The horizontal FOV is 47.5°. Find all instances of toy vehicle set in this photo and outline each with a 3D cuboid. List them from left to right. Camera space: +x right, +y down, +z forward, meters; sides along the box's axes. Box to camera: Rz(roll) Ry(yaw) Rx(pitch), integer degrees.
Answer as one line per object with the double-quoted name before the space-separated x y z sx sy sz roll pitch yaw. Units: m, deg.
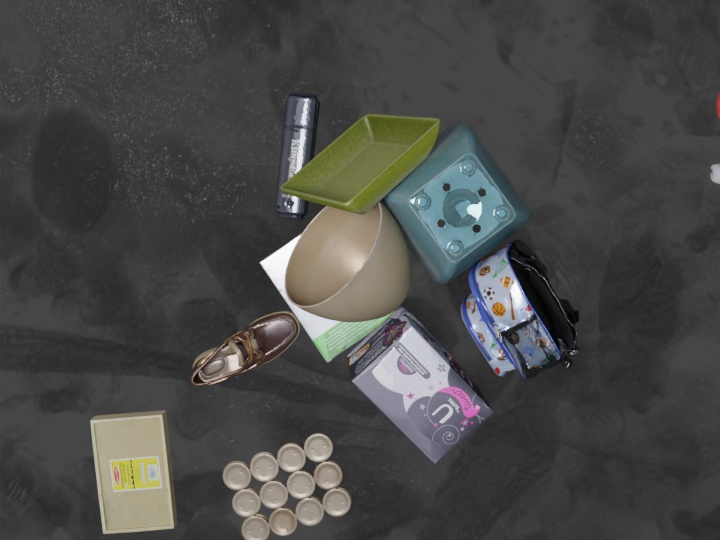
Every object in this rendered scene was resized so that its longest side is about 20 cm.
"toy vehicle set" -0.383 0.342 1.386 0.123 0.027 0.202 -4 97 1

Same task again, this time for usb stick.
"usb stick" -0.102 -0.184 1.316 0.055 0.033 0.202 7 97 -1

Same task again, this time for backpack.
"backpack" 0.244 0.057 1.272 0.153 0.200 0.192 -24 96 18

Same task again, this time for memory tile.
"memory tile" -0.124 0.372 1.392 0.199 0.017 0.154 -19 96 2

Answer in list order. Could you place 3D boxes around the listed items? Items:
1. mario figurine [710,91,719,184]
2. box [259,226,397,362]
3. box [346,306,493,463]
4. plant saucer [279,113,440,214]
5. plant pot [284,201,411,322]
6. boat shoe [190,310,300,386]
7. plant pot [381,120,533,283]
"mario figurine" 0.616 -0.206 1.295 0.123 0.106 0.201 -37 109 -31
"box" -0.052 0.028 1.340 0.144 0.036 0.201 -33 94 4
"box" 0.093 0.180 1.300 0.132 0.115 0.200 -42 105 6
"plant saucer" 0.006 -0.154 1.223 0.200 0.199 0.048 -43 121 -18
"plant pot" 0.000 0.000 1.240 0.134 0.200 0.201 37 97 -33
"boat shoe" -0.190 0.133 1.335 0.199 0.072 0.073 -26 96 4
"plant pot" 0.143 -0.100 1.239 0.196 0.200 0.196 -37 94 4
